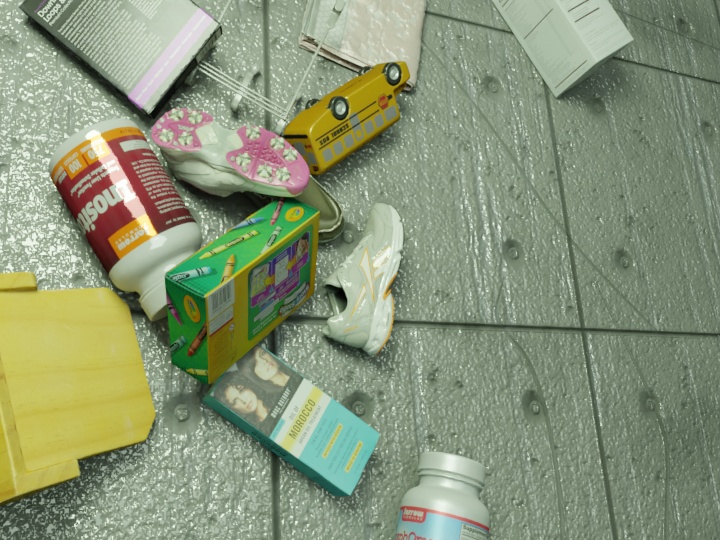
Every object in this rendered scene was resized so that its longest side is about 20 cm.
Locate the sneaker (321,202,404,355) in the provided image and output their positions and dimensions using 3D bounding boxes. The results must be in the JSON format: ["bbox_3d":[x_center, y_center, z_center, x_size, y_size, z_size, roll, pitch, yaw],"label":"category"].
[{"bbox_3d":[0.000,0.000,0.885,0.090,0.076,0.205,14,67,-15],"label":"sneaker"}]

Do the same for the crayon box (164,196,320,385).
[{"bbox_3d":[-0.123,0.015,0.763,0.057,0.121,0.200,24,40,22],"label":"crayon box"}]

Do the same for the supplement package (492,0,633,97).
[{"bbox_3d":[0.334,-0.418,1.149,0.109,0.114,0.202,-32,88,-28],"label":"supplement package"}]

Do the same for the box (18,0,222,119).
[{"bbox_3d":[-0.288,-0.305,0.841,0.199,0.036,0.144,39,83,-5],"label":"box"}]

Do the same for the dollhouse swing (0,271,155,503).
[{"bbox_3d":[-0.344,0.124,0.707,0.178,0.175,0.204,-21,80,14],"label":"dollhouse swing"}]

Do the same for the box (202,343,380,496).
[{"bbox_3d":[-0.078,0.171,0.803,0.198,0.049,0.083,37,62,-9],"label":"box"}]

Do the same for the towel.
[{"bbox_3d":[0.012,-0.389,1.041,0.187,0.032,0.205,17,68,-19],"label":"towel"}]

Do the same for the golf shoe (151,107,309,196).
[{"bbox_3d":[-0.149,-0.124,0.818,0.196,0.092,0.076,22,57,12],"label":"golf shoe"}]

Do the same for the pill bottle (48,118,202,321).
[{"bbox_3d":[-0.247,-0.054,0.765,0.112,0.113,0.202,-31,87,-29],"label":"pill bottle"}]

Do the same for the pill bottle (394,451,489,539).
[{"bbox_3d":[0.091,0.322,0.796,0.107,0.109,0.204,21,65,-16],"label":"pill bottle"}]

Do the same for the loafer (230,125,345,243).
[{"bbox_3d":[-0.100,-0.109,0.874,0.198,0.070,0.076,34,62,-10],"label":"loafer"}]

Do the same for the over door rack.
[{"bbox_3d":[-0.125,-0.299,0.918,0.145,0.067,0.204,27,84,-13],"label":"over door rack"}]

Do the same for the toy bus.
[{"bbox_3d":[-0.011,-0.213,0.941,0.199,0.064,0.080,-39,120,-29],"label":"toy bus"}]
